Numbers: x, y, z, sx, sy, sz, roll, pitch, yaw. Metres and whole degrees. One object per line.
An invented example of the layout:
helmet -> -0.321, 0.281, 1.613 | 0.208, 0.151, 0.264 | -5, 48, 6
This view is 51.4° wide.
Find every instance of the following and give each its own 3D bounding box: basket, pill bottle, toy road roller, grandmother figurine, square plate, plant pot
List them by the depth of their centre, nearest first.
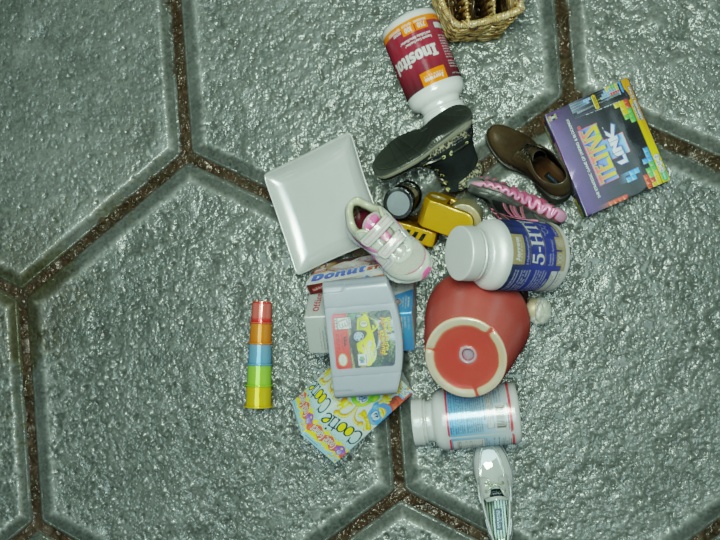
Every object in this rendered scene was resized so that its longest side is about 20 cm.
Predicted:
pill bottle -> 0.249, -0.026, 1.284 | 0.195, 0.119, 0.124 | 1, 89, -26
plant pot -> 0.196, 0.118, 1.312 | 0.195, 0.177, 0.206 | 5, 108, 14
basket -> 0.203, -0.533, 1.348 | 0.138, 0.149, 0.206 | -4, 89, -6
pill bottle -> 0.193, 0.270, 1.371 | 0.194, 0.109, 0.112 | -7, 88, 8
toy road roller -> 0.120, -0.073, 1.385 | 0.195, 0.123, 0.150 | 17, 106, 9
pill bottle -> 0.124, -0.368, 1.386 | 0.111, 0.113, 0.205 | -23, 86, 7
square plate -> -0.066, -0.122, 1.387 | 0.194, 0.028, 0.205 | -22, 85, 20
grandmother figurine -> 0.267, 0.042, 1.393 | 0.196, 0.061, 0.123 | 26, 120, 5

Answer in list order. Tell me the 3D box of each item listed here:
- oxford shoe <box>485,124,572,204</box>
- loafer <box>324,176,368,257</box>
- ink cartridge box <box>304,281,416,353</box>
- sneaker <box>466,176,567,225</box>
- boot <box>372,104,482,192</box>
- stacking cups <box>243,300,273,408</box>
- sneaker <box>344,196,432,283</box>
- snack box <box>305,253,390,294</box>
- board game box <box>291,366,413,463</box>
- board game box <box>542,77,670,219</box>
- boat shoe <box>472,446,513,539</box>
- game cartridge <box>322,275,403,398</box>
oxford shoe -> 0.308, -0.213, 1.363 | 0.199, 0.085, 0.073 | 41, 84, 23
loafer -> -0.029, -0.095, 1.423 | 0.070, 0.073, 0.203 | -31, 84, 8
ink cartridge box -> 0.003, 0.074, 1.372 | 0.194, 0.146, 0.086 | -3, 121, 7
sneaker -> 0.278, -0.104, 1.376 | 0.196, 0.079, 0.097 | 23, 108, -4
boot -> 0.130, -0.188, 1.356 | 0.201, 0.155, 0.074 | -32, 49, -1
stacking cups -> -0.197, 0.162, 1.449 | 0.059, 0.060, 0.206 | 0, 89, 8
sneaker -> 0.037, -0.053, 1.263 | 0.198, 0.088, 0.082 | 36, 82, 28
snack box -> 0.000, 0.000, 1.348 | 0.195, 0.072, 0.025 | -11, 119, 22
board game box -> -0.017, 0.235, 1.384 | 0.199, 0.103, 0.105 | -42, 119, 6
board game box -> 0.447, -0.222, 1.369 | 0.162, 0.057, 0.205 | -23, 86, 6
boat shoe -> 0.253, 0.409, 1.382 | 0.072, 0.067, 0.206 | -13, 88, 7
game cartridge -> 0.008, 0.114, 1.279 | 0.129, 0.041, 0.206 | -6, 98, 4
